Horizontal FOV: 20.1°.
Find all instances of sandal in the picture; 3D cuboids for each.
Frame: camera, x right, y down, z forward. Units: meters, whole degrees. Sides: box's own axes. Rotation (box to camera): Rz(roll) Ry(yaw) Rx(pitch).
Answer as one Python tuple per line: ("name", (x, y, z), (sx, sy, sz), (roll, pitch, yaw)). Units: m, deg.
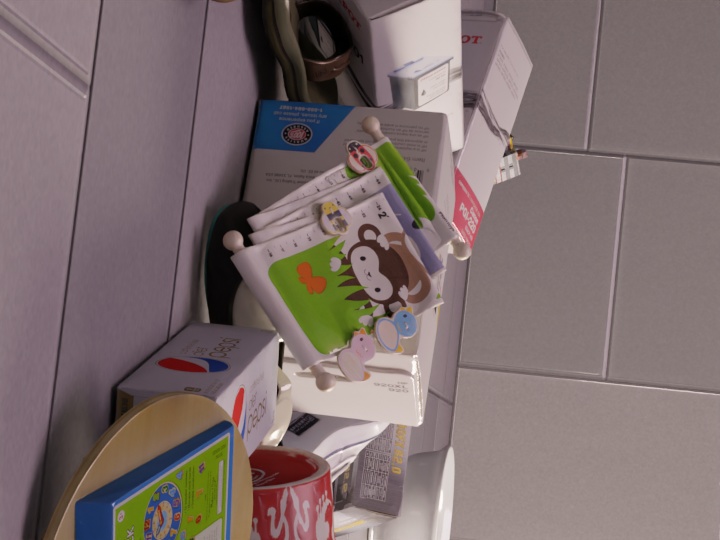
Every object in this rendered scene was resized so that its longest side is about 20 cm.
("sandal", (-0.035, -0.171, 1.525), (0.201, 0.057, 0.080), (69, 9, -69))

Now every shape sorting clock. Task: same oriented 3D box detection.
("shape sorting clock", (-0.119, 0.164, 1.109), (0.200, 0.039, 0.201), (-40, 136, -54))

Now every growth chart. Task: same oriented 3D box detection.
("growth chart", (-0.005, -0.010, 1.407), (0.200, 0.145, 0.018), (-40, 179, -42))

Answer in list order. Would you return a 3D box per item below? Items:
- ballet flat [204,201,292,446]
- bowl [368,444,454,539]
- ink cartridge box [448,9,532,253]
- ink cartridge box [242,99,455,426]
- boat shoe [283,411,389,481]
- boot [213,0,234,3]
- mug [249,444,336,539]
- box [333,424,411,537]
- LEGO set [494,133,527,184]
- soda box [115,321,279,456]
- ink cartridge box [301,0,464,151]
("ballet flat", (-0.069, 0.054, 1.404), (0.068, 0.068, 0.201), (-14, 114, -43))
("bowl", (0.061, 0.312, 2.510), (0.201, 0.090, 0.202), (5, 90, -82))
("ink cartridge box", (0.048, -0.123, 1.755), (0.085, 0.145, 0.201), (51, 52, -53))
("ink cartridge box", (-0.013, -0.004, 1.538), (0.145, 0.147, 0.201), (80, 18, -64))
("boat shoe", (-0.043, 0.141, 1.618), (0.200, 0.073, 0.066), (-22, 137, -51))
("boot", (-0.071, -0.265, 1.271), (0.075, 0.073, 0.201), (150, -46, -84))
("mug", (-0.073, 0.222, 1.373), (0.178, 0.133, 0.201), (-86, 175, -79))
("box", (-0.005, 0.128, 1.800), (0.158, 0.048, 0.201), (149, -49, -62))
("LEGO set", (0.084, -0.163, 1.964), (0.200, 0.116, 0.154), (-124, -164, -55))
("soda box", (-0.100, 0.085, 1.270), (0.200, 0.063, 0.068), (-51, 146, -78))
("ink cartridge box", (0.016, -0.196, 1.623), (0.147, 0.086, 0.200), (59, -13, 32))
